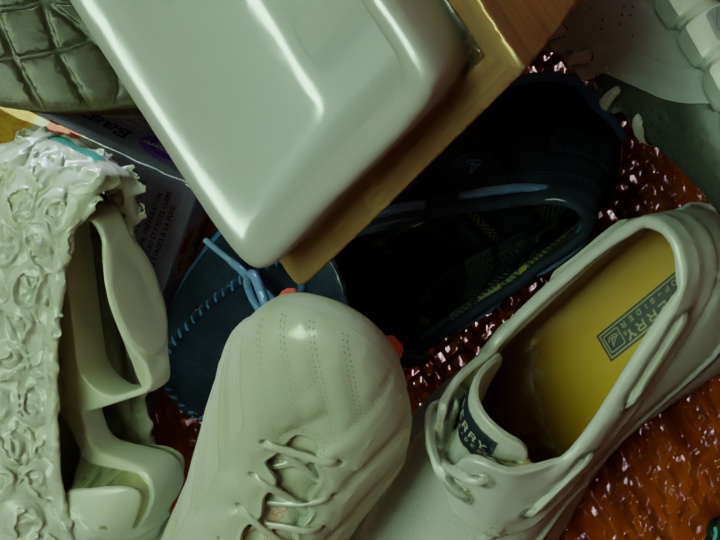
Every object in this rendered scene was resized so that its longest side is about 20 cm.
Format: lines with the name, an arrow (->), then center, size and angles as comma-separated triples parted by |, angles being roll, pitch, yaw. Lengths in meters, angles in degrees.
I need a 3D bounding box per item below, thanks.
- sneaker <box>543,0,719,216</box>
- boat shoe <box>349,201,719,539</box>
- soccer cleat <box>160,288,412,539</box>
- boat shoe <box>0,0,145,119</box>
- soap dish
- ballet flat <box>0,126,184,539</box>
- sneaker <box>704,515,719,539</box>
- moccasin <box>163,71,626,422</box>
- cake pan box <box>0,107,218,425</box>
sneaker -> 0.069, -0.070, 0.845 | 0.115, 0.075, 0.200 | -31, 65, 19
boat shoe -> 0.052, 0.051, 0.879 | 0.200, 0.070, 0.071 | -43, 63, 27
soccer cleat -> -0.033, 0.083, 0.891 | 0.069, 0.078, 0.200 | 26, 142, 3
boat shoe -> -0.086, -0.085, 0.944 | 0.200, 0.068, 0.072 | 7, 85, 4
soap dish -> -0.027, -0.114, 0.800 | 0.200, 0.081, 0.157 | 58, 147, 8
ballet flat -> -0.095, 0.050, 0.924 | 0.072, 0.072, 0.200 | 6, 110, 37
sneaker -> 0.118, 0.116, 0.823 | 0.079, 0.075, 0.200 | 8, 91, 40
moccasin -> 0.000, 0.000, 0.906 | 0.200, 0.080, 0.068 | -37, 27, 31
cake pan box -> -0.163, 0.010, 1.005 | 0.184, 0.052, 0.200 | 28, 112, 11
